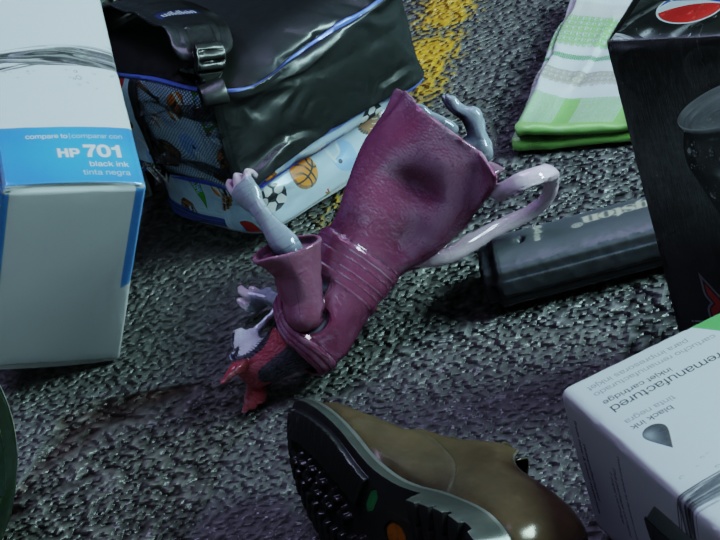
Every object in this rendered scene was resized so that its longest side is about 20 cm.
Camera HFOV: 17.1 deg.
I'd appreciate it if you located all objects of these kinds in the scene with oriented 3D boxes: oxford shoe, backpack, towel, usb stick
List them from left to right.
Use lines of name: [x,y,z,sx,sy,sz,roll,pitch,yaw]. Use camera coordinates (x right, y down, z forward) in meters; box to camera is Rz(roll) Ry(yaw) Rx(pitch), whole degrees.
backpack: [-0.076,-0.120,1.491,0.190,0.155,0.200,21,39,40]
oxford shoe: [0.033,0.108,1.128,0.084,0.073,0.200,-16,27,-30]
towel: [0.183,-0.141,1.500,0.148,0.031,0.200,-6,31,24]
usb stick: [0.162,-0.023,1.304,0.199,0.033,0.056,-15,29,7]

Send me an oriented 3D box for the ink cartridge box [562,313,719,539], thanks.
ink cartridge box: [0.200,0.093,1.023,0.145,0.084,0.200,-25,29,-13]

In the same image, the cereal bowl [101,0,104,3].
cereal bowl: [-0.259,-0.210,1.807,0.199,0.084,0.200,-20,17,6]

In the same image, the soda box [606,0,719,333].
soda box: [0.179,-0.039,1.145,0.070,0.201,0.063,0,34,30]

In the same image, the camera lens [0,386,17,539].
camera lens: [-0.288,0.098,1.223,0.199,0.161,0.160,5,36,37]

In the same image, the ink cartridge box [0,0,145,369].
ink cartridge box: [-0.188,-0.066,1.388,0.085,0.147,0.201,-2,47,-16]

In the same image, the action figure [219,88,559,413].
action figure: [0.000,0.000,1.305,0.149,0.134,0.200,32,82,16]

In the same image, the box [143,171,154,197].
box: [-0.198,-0.094,1.637,0.109,0.035,0.200,-17,29,4]
